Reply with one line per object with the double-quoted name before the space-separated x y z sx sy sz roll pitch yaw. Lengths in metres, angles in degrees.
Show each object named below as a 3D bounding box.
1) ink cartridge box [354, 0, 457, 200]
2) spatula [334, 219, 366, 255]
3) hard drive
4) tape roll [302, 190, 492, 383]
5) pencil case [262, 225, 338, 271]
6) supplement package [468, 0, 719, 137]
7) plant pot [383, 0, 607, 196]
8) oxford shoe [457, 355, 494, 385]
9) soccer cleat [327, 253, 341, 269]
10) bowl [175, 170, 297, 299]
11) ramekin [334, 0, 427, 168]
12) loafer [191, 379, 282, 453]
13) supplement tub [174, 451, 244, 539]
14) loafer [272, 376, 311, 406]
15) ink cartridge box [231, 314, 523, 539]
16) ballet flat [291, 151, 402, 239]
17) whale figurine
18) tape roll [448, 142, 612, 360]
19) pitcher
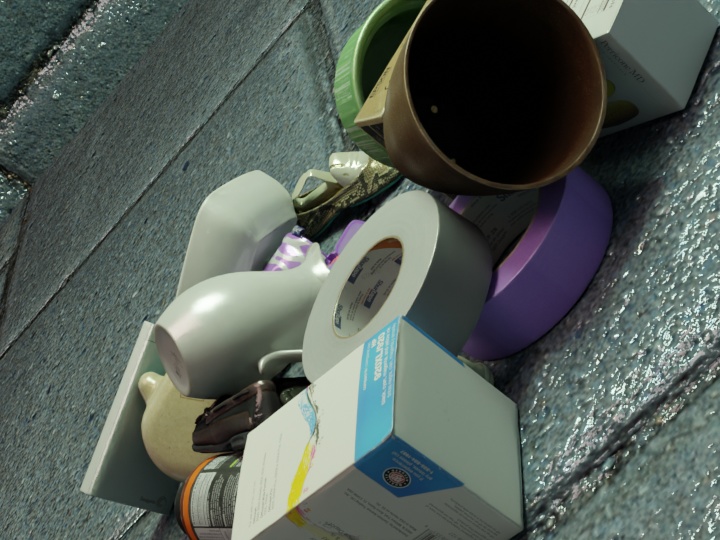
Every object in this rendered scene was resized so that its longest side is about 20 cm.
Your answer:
"ink cartridge box" 0.114 -0.189 1.419 0.201 0.164 0.075 -59 22 -14
"spatula" 0.030 -0.033 1.543 0.057 0.021 0.200 -58 24 -16
"hard drive" -0.234 0.172 1.572 0.027 0.132 0.201 15 81 39
"tape roll" 0.031 0.030 1.237 0.200 0.066 0.201 -45 27 30
"pencil case" -0.097 0.053 1.597 0.085 0.084 0.201 24 79 41
"supplement package" 0.219 -0.203 1.305 0.200 0.114 0.110 -17 41 55
"plant pot" 0.096 -0.142 1.246 0.188 0.186 0.200 -61 10 -18
"oxford shoe" 0.039 0.125 1.262 0.200 0.058 0.076 -34 34 43
"soccer cleat" 0.000 0.000 1.467 0.068 0.074 0.200 -34 17 -24
"bowl" -0.146 -0.008 1.664 0.200 0.074 0.201 -37 -32 -66
"ramekin" 0.068 -0.203 1.499 0.201 0.200 0.098 -59 17 -13
"loafer" -0.117 0.145 1.348 0.200 0.071 0.063 160 104 -64
"supplement tub" -0.106 0.229 1.330 0.200 0.107 0.107 -15 43 56
"loafer" -0.046 0.150 1.370 0.200 0.072 0.072 -164 70 -81
"ink cartridge box" 0.012 0.172 1.129 0.200 0.147 0.145 -39 27 29
"ballet flat" -0.031 -0.103 1.688 0.200 0.075 0.068 -32 29 40
"whale figurine" -0.166 0.134 1.515 0.104 0.158 0.202 5 -89 -73
"tape roll" 0.138 -0.019 1.266 0.200 0.066 0.201 -43 25 26
"pitcher" -0.093 0.064 1.392 0.199 0.122 0.171 -23 36 -24
